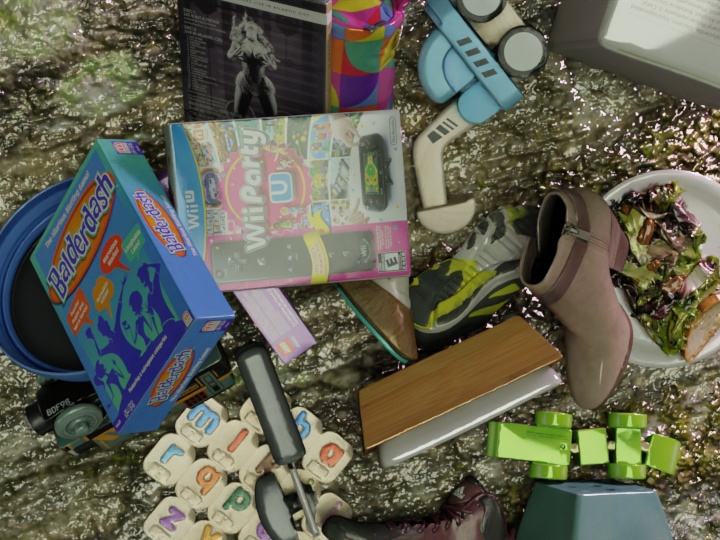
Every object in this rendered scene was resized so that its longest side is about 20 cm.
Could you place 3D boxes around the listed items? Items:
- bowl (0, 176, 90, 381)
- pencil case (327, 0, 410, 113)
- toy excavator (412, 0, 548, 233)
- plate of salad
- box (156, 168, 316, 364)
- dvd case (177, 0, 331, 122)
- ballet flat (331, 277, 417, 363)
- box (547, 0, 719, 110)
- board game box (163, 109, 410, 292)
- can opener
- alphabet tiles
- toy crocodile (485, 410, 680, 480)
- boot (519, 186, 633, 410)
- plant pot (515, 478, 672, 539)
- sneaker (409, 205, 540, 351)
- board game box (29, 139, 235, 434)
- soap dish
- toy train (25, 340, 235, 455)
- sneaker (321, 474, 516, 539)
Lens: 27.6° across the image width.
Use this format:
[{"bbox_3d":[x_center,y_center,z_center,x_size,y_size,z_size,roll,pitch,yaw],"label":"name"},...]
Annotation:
[{"bbox_3d":[-0.250,0.008,1.344,0.200,0.039,0.201,-6,65,12],"label":"bowl"},{"bbox_3d":[-0.005,-0.165,1.340,0.088,0.088,0.200,1,131,-7],"label":"pencil case"},{"bbox_3d":[0.095,-0.162,1.399,0.200,0.100,0.195,-37,98,12],"label":"toy excavator"},{"bbox_3d":[0.308,0.000,1.458,0.200,0.048,0.200,-1,97,-6],"label":"plate of salad"},{"bbox_3d":[-0.118,-0.013,1.359,0.039,0.137,0.200,-35,100,-3],"label":"box"},{"bbox_3d":[-0.095,-0.170,1.323,0.149,0.016,0.200,17,131,19],"label":"dvd case"},{"bbox_3d":[0.000,0.000,1.370,0.072,0.068,0.200,-48,57,2],"label":"ballet flat"},{"bbox_3d":[0.306,-0.254,1.351,0.200,0.199,0.172,19,95,-9],"label":"box"},{"bbox_3d":[-0.064,-0.058,1.266,0.200,0.064,0.148,-5,93,-12],"label":"board game box"},{"bbox_3d":[-0.088,0.171,1.412,0.067,0.053,0.200,-21,98,-5],"label":"can opener"},{"bbox_3d":[-0.111,0.215,1.448,0.200,0.015,0.196,39,91,-10],"label":"alphabet tiles"},{"bbox_3d":[0.223,0.176,1.466,0.200,0.062,0.068,2,82,-4],"label":"toy crocodile"},{"bbox_3d":[0.196,0.023,1.371,0.146,0.070,0.200,19,76,-52],"label":"boot"},{"bbox_3d":[0.226,0.309,1.430,0.141,0.141,0.200,0,90,-22],"label":"plant pot"},{"bbox_3d":[0.117,0.007,1.429,0.200,0.085,0.074,-30,67,-22],"label":"sneaker"},{"bbox_3d":[-0.197,0.012,1.234,0.045,0.200,0.152,-2,139,-43],"label":"board game box"},{"bbox_3d":[0.086,0.116,1.397,0.200,0.157,0.081,-24,82,-3],"label":"soap dish"},{"bbox_3d":[-0.212,0.106,1.377,0.200,0.114,0.085,-30,56,1],"label":"toy train"},{"bbox_3d":[0.066,0.247,1.452,0.200,0.076,0.116,23,88,-20],"label":"sneaker"}]
